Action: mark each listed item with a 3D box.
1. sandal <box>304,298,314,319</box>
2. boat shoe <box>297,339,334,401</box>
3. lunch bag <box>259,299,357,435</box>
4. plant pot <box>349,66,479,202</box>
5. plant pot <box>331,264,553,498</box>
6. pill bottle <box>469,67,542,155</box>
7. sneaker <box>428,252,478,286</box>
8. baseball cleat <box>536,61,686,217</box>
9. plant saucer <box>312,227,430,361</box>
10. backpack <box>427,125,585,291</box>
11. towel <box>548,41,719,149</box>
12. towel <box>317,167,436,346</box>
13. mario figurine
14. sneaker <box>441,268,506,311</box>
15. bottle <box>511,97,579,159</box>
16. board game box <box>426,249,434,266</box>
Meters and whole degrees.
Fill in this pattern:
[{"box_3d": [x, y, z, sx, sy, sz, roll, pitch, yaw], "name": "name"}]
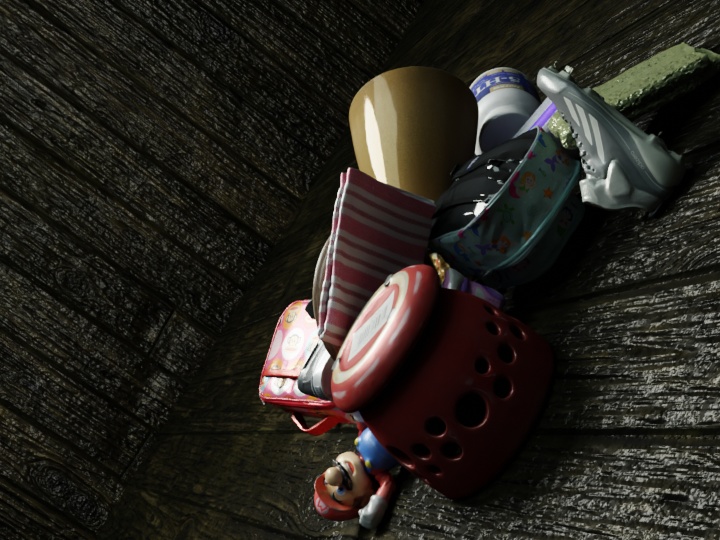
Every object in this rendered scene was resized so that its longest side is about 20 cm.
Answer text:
[{"box_3d": [0.000, 0.000, 1.419, 0.199, 0.048, 0.075, -26, -15, -46], "name": "sandal"}, {"box_3d": [-0.009, 0.075, 1.371, 0.067, 0.072, 0.201, 0, 48, 48], "name": "boat shoe"}, {"box_3d": [-0.046, 0.130, 1.480, 0.198, 0.081, 0.179, -4, 62, 49], "name": "lunch bag"}, {"box_3d": [0.076, -0.137, 1.512, 0.186, 0.184, 0.203, -44, 35, 42], "name": "plant pot"}, {"box_3d": [0.078, 0.112, 1.190, 0.201, 0.181, 0.201, -52, 15, 19], "name": "plant pot"}, {"box_3d": [0.216, -0.219, 1.656, 0.120, 0.119, 0.201, -51, 13, 20], "name": "pill bottle"}, {"box_3d": [0.149, -0.012, 1.526, 0.089, 0.076, 0.200, -22, -3, -4], "name": "sneaker"}, {"box_3d": [0.245, -0.133, 1.188, 0.107, 0.200, 0.069, -55, -30, 14], "name": "baseball cleat"}, {"box_3d": [0.025, 0.031, 1.337, 0.029, 0.200, 0.202, -3, 49, 46], "name": "plant saucer"}, {"box_3d": [0.179, -0.074, 1.337, 0.178, 0.150, 0.200, -53, 5, -20], "name": "backpack"}, {"box_3d": [0.312, -0.200, 1.284, 0.198, 0.037, 0.149, -28, 12, 10], "name": "towel"}, {"box_3d": [0.021, -0.003, 1.296, 0.030, 0.145, 0.204, -3, 74, 47], "name": "towel"}, {"box_3d": [0.008, 0.224, 1.347, 0.201, 0.105, 0.124, -50, 15, 17], "name": "mario figurine"}, {"box_3d": [0.131, 0.068, 1.354, 0.201, 0.087, 0.082, 95, -174, -68], "name": "sneaker"}, {"box_3d": [0.236, -0.151, 1.487, 0.201, 0.083, 0.066, -51, 22, 26], "name": "bottle"}, {"box_3d": [0.046, -0.003, 1.613, 0.199, 0.064, 0.148, -36, -22, -22], "name": "board game box"}]
